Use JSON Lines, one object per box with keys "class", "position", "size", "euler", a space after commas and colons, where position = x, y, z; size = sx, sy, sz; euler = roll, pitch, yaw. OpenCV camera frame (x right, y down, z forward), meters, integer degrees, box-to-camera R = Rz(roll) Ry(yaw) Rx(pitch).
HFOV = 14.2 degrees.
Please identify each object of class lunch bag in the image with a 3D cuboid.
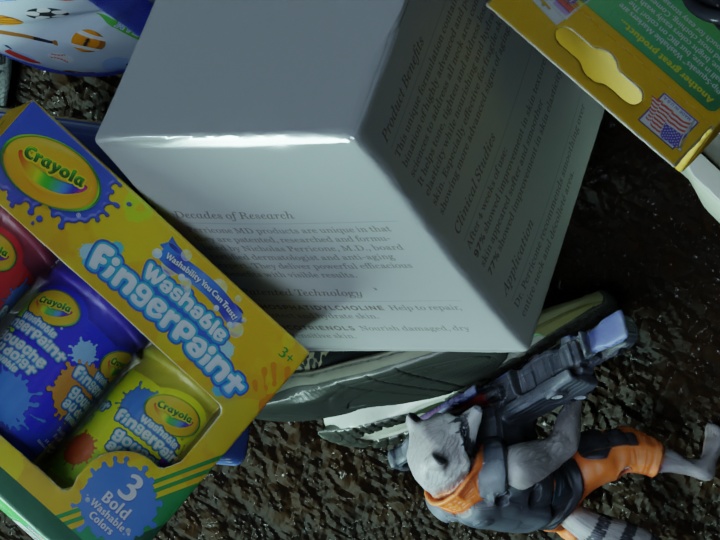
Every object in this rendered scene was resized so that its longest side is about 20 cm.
{"class": "lunch bag", "position": [-0.202, -0.189, 1.626], "size": [0.200, 0.170, 0.124], "euler": [27, 87, 35]}

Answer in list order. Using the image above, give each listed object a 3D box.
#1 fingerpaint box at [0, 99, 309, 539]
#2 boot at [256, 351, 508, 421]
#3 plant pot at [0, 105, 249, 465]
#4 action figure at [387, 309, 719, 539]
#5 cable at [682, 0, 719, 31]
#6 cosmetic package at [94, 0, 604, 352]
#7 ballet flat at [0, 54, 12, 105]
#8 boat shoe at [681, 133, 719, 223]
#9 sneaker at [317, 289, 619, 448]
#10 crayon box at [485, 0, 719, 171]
{"class": "fingerpaint box", "position": [-0.157, 0.039, 1.507], "size": [0.200, 0.167, 0.073], "euler": [43, 168, -11]}
{"class": "boot", "position": [-0.002, 0.000, 1.663], "size": [0.203, 0.073, 0.154], "euler": [-15, 70, 44]}
{"class": "plant pot", "position": [-0.167, 0.003, 1.642], "size": [0.199, 0.200, 0.181], "euler": [7, 91, -16]}
{"class": "action figure", "position": [0.115, 0.108, 1.632], "size": [0.200, 0.193, 0.105], "euler": [-41, 45, 47]}
{"class": "cable", "position": [0.253, -0.151, 1.438], "size": [0.200, 0.163, 0.051], "euler": [34, 151, 2]}
{"class": "cosmetic package", "position": [0.001, -0.078, 1.524], "size": [0.166, 0.168, 0.200], "euler": [0, 146, 34]}
{"class": "ballet flat", "position": [-0.275, -0.079, 1.838], "size": [0.072, 0.072, 0.201], "euler": [34, 126, 12]}
{"class": "boat shoe", "position": [0.174, -0.095, 1.569], "size": [0.060, 0.072, 0.202], "euler": [-42, 73, -2]}
{"class": "sneaker", "position": [0.055, 0.036, 1.700], "size": [0.199, 0.077, 0.089], "euler": [-21, 72, 23]}
{"class": "crayon box", "position": [0.161, -0.141, 1.466], "size": [0.126, 0.200, 0.052], "euler": [42, 151, 7]}
